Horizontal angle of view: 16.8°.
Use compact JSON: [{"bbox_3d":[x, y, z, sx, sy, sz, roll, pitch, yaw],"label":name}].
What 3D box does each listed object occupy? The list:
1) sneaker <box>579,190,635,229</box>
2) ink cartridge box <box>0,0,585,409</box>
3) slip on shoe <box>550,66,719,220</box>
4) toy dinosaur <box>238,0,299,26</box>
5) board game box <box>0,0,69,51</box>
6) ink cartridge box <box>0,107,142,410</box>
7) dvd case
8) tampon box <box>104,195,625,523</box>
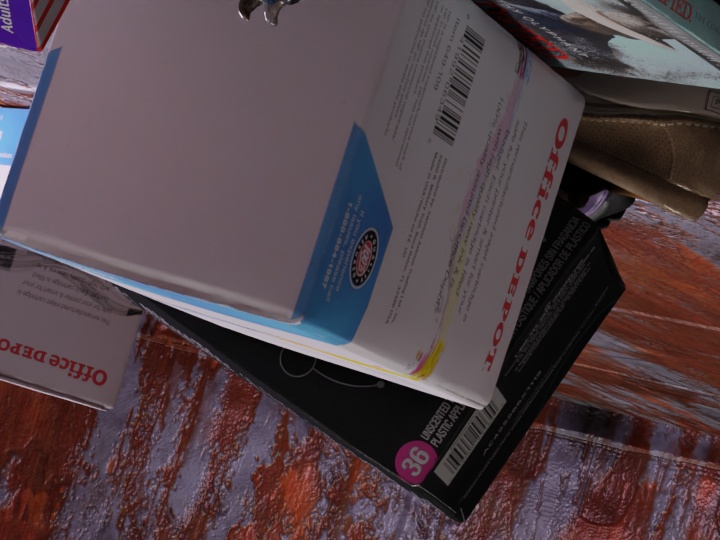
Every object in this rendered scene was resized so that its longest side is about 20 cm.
[{"bbox_3d":[0.098,-0.038,1.320,0.087,0.076,0.200,11,175,-7],"label":"sneaker"},{"bbox_3d":[-0.022,-0.044,0.997,0.146,0.147,0.200,15,174,26],"label":"ink cartridge box"},{"bbox_3d":[0.095,-0.061,1.144,0.200,0.061,0.076,10,172,45],"label":"slip on shoe"},{"bbox_3d":[-0.068,-0.146,0.603,0.181,0.105,0.200,45,-137,12],"label":"toy dinosaur"},{"bbox_3d":[-0.194,-0.159,0.793,0.200,0.046,0.152,15,145,11],"label":"board game box"},{"bbox_3d":[-0.238,-0.009,1.862,0.144,0.200,0.084,21,172,-37],"label":"ink cartridge box"},{"bbox_3d":[0.053,-0.112,0.979,0.200,0.022,0.146,11,172,37],"label":"dvd case"},{"bbox_3d":[0.000,0.000,1.166,0.200,0.150,0.126,33,174,17],"label":"tampon box"}]
